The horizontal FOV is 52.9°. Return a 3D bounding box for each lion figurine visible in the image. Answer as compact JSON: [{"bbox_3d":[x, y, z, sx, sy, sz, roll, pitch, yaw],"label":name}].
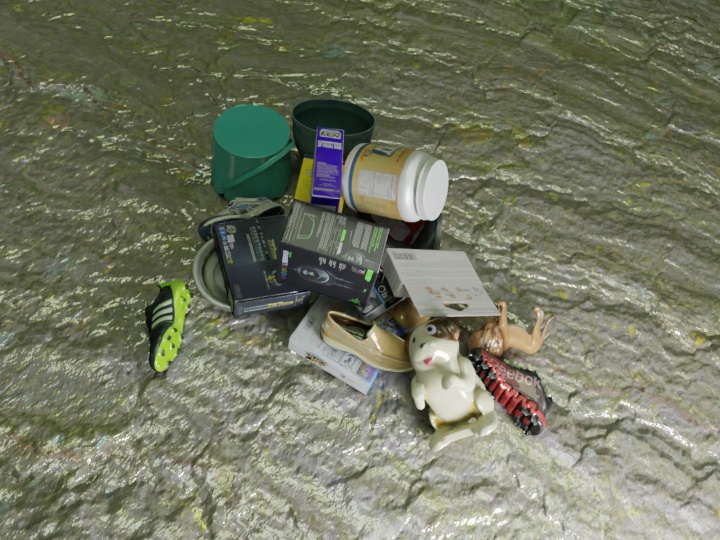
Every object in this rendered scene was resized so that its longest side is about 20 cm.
[{"bbox_3d":[0.312,0.133,1.464,0.194,0.072,0.126,7,83,-13],"label":"lion figurine"}]

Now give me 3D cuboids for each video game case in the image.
[{"bbox_3d":[-0.018,0.118,1.433,0.178,0.046,0.201,27,51,11],"label":"video game case"}]

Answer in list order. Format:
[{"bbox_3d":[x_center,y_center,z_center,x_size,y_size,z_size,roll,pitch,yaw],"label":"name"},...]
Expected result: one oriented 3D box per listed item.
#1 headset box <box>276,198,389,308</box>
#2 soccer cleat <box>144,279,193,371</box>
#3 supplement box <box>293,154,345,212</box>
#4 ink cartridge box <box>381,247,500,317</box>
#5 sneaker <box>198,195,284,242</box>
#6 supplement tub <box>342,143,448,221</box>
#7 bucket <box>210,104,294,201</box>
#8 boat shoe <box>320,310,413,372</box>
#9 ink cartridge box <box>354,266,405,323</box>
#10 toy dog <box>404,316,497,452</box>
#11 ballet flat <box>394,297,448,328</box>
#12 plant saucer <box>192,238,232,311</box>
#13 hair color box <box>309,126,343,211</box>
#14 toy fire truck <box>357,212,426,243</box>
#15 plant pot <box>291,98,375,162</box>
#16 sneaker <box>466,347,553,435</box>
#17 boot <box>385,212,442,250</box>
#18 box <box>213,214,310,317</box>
[{"bbox_3d":[-0.048,-0.025,1.335,0.195,0.175,0.095,17,65,-2],"label":"headset box"},{"bbox_3d":[-0.376,0.105,1.376,0.079,0.068,0.204,-3,48,10],"label":"soccer cleat"},{"bbox_3d":[-0.092,-0.140,1.591,0.106,0.110,0.204,10,50,-2],"label":"supplement box"},{"bbox_3d":[0.153,0.035,1.411,0.195,0.045,0.179,2,46,-30],"label":"ink cartridge box"},{"bbox_3d":[-0.267,-0.112,1.571,0.196,0.079,0.085,-18,45,-32],"label":"sneaker"},{"bbox_3d":[0.073,-0.185,1.530,0.196,0.147,0.145,13,46,28],"label":"supplement tub"},{"bbox_3d":[-0.247,-0.266,1.649,0.201,0.136,0.211,4,51,-5],"label":"bucket"},{"bbox_3d":[0.020,0.129,1.352,0.195,0.077,0.073,17,47,0],"label":"boat shoe"},{"bbox_3d":[0.000,0.000,1.458,0.098,0.039,0.202,-32,60,-5],"label":"ink cartridge box"},{"bbox_3d":[0.160,0.185,1.306,0.204,0.137,0.194,62,36,-9],"label":"toy dog"},{"bbox_3d":[0.135,0.055,1.463,0.069,0.064,0.199,44,36,14],"label":"ballet flat"},{"bbox_3d":[-0.243,0.011,1.476,0.194,0.051,0.204,5,51,-7],"label":"plant saucer"},{"bbox_3d":[-0.071,-0.184,1.487,0.063,0.111,0.204,5,51,-6],"label":"hair color box"},{"bbox_3d":[0.079,-0.164,1.654,0.167,0.113,0.200,-41,65,-14],"label":"toy fire truck"},{"bbox_3d":[-0.068,-0.299,1.695,0.194,0.137,0.202,5,34,-4],"label":"plant pot"},{"bbox_3d":[0.291,0.217,1.390,0.097,0.072,0.200,-34,69,-33],"label":"sneaker"},{"bbox_3d":[0.072,-0.061,1.556,0.194,0.066,0.170,9,76,0],"label":"boot"},{"bbox_3d":[-0.198,-0.013,1.439,0.153,0.052,0.203,-7,55,-20],"label":"box"}]
